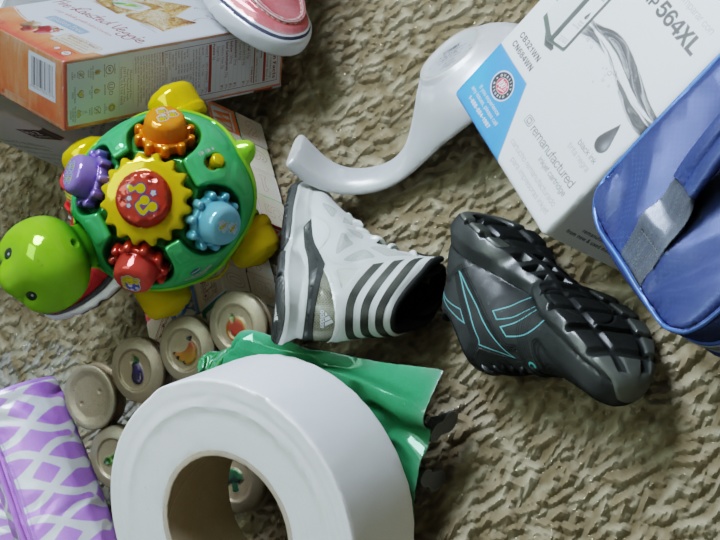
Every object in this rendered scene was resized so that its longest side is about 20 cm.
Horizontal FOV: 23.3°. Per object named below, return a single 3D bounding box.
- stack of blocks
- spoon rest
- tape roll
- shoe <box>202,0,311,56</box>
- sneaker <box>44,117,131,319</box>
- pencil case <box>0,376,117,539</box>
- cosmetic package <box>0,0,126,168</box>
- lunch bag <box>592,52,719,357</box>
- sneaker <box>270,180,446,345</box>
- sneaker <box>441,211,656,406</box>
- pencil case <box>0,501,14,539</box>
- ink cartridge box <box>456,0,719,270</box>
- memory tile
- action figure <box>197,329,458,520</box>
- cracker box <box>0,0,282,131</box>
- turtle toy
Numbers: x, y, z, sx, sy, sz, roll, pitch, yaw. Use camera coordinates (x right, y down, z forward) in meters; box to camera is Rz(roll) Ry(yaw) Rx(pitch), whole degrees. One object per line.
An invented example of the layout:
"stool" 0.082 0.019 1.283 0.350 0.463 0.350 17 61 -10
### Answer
"stack of blocks" -0.114 -0.016 1.333 0.115 0.059 0.200 -40 48 29
"spoon rest" 0.043 -0.108 1.212 0.200 0.061 0.099 -27 27 30
"tape roll" -0.066 0.159 1.128 0.202 0.071 0.203 9 106 33
"shoe" -0.089 -0.258 1.303 0.200 0.071 0.091 56 139 24
"sneaker" -0.200 -0.047 1.329 0.200 0.085 0.077 -48 43 21
"pencil case" -0.236 0.179 1.308 0.084 0.085 0.200 -34 73 39
"cosmetic package" -0.257 -0.187 1.457 0.165 0.200 0.165 10 80 49
"lunch bag" 0.232 -0.045 0.928 0.200 0.132 0.136 -49 44 20
"sneaker" 0.000 0.001 1.208 0.201 0.115 0.076 -90 6 -65
"sneaker" 0.112 0.037 1.077 0.200 0.075 0.079 48 122 53
"pencil case" -0.282 0.258 1.355 0.084 0.085 0.200 -24 57 40
"ink cartridge box" 0.173 -0.124 1.062 0.200 0.084 0.146 -48 44 21
"memory tile" -0.123 0.111 1.260 0.200 0.017 0.154 -26 81 32
"action figure" -0.031 0.089 1.163 0.200 0.055 0.118 20 103 32
"cracker box" -0.176 -0.168 1.327 0.134 0.200 0.058 28 123 42
"turtle toy" -0.160 -0.037 1.218 0.200 0.101 0.146 -31 87 7
